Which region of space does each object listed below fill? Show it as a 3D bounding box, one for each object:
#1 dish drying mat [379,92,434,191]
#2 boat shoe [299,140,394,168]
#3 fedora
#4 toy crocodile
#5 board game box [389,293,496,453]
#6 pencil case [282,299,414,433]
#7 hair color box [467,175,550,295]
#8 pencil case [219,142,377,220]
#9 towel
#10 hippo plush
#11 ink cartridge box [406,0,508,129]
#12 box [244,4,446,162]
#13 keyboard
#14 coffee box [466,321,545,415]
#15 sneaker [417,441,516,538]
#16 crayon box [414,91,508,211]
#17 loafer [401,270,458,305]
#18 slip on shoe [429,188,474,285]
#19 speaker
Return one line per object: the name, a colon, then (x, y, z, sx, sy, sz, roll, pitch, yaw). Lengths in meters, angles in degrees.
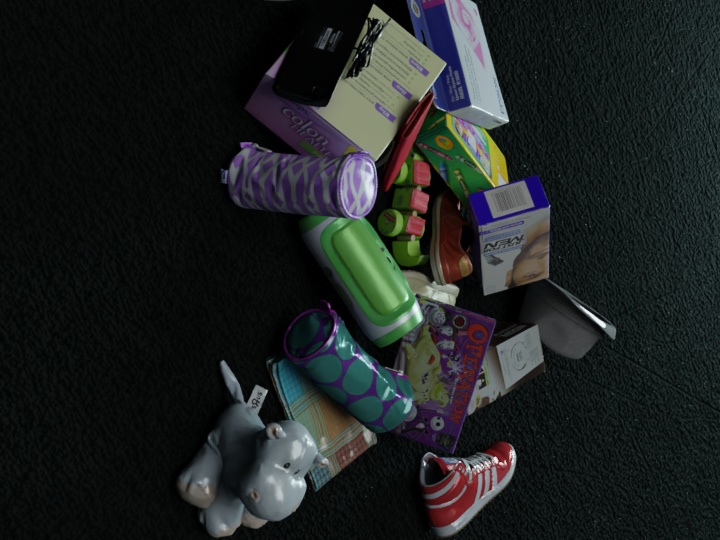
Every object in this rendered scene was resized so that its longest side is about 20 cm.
dish drying mat: (0.057, -0.168, 1.645, 0.018, 0.200, 0.077, 32, 73, 3)
boat shoe: (-0.028, -0.154, 1.671, 0.201, 0.072, 0.061, -34, 119, -37)
fedora: (0.317, 0.078, 2.001, 0.199, 0.177, 0.091, 29, 99, -46)
toy crocodile: (0.072, -0.105, 1.784, 0.067, 0.061, 0.202, 12, 80, -46)
board game box: (0.104, 0.145, 1.736, 0.032, 0.119, 0.202, -67, 173, -75)
pencil case: (-0.013, 0.131, 1.646, 0.093, 0.085, 0.200, -54, 129, -10)
hair color box: (0.222, -0.049, 1.843, 0.200, 0.108, 0.065, 76, -2, -60)
pencil case: (-0.074, -0.112, 1.536, 0.084, 0.199, 0.086, 4, 94, -56)
towel: (-0.047, 0.178, 1.687, 0.146, 0.022, 0.201, -33, 113, -41)
hippo plush: (-0.108, 0.238, 1.520, 0.159, 0.160, 0.201, 39, 63, -39)
ink cartridge box: (0.141, -0.315, 1.798, 0.200, 0.043, 0.198, 6, 68, -63)
box: (-0.018, -0.239, 1.611, 0.176, 0.097, 0.201, 38, 58, -5)
keyboard: (-0.031, -0.275, 1.553, 0.040, 0.103, 0.201, 90, 20, -59)
coffee box: (0.172, 0.143, 1.854, 0.199, 0.112, 0.081, -22, 106, -44)
sneaker: (0.160, 0.297, 1.872, 0.200, 0.071, 0.113, -42, 122, -36)
crayon box: (0.149, -0.178, 1.832, 0.200, 0.058, 0.119, 47, 30, -37)
loafer: (0.074, 0.042, 1.776, 0.199, 0.075, 0.069, 11, 76, -47)
slip on shoe: (0.138, -0.052, 1.813, 0.201, 0.061, 0.074, -83, 158, -54)
speaker: (0.000, 0.000, 1.655, 0.088, 0.088, 0.201, -38, 97, -40)
